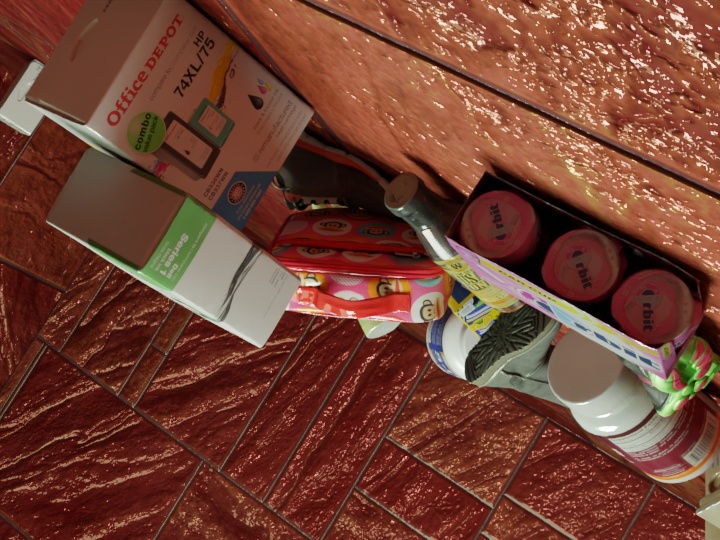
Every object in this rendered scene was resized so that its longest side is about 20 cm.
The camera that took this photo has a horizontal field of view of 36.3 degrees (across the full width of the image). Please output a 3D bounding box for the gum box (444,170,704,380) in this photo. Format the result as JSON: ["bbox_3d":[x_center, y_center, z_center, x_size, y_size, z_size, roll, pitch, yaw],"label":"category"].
[{"bbox_3d":[0.177,0.007,0.873,0.199,0.066,0.113,30,176,24],"label":"gum box"}]

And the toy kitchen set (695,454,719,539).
[{"bbox_3d":[0.467,0.234,1.268,0.162,0.181,0.200,30,136,-14],"label":"toy kitchen set"}]

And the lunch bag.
[{"bbox_3d":[0.000,0.000,1.159,0.198,0.083,0.176,4,-156,10],"label":"lunch bag"}]

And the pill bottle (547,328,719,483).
[{"bbox_3d":[0.294,0.140,1.172,0.200,0.115,0.114,36,174,-35],"label":"pill bottle"}]

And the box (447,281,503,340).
[{"bbox_3d":[0.145,0.037,1.309,0.070,0.064,0.200,51,-176,30],"label":"box"}]

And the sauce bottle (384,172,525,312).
[{"bbox_3d":[0.097,-0.027,1.070,0.199,0.066,0.066,34,175,-38],"label":"sauce bottle"}]

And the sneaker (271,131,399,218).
[{"bbox_3d":[-0.041,-0.092,1.198,0.199,0.082,0.077,29,174,19],"label":"sneaker"}]

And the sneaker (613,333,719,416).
[{"bbox_3d":[0.276,0.075,0.997,0.084,0.077,0.200,49,179,25],"label":"sneaker"}]

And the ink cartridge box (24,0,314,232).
[{"bbox_3d":[-0.182,-0.159,1.049,0.200,0.147,0.146,36,174,-41],"label":"ink cartridge box"}]

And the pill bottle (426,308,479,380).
[{"bbox_3d":[0.168,0.099,1.560,0.119,0.120,0.200,33,175,-5],"label":"pill bottle"}]

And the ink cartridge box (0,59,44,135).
[{"bbox_3d":[-0.728,-0.378,2.404,0.084,0.146,0.200,34,176,-22],"label":"ink cartridge box"}]

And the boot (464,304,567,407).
[{"bbox_3d":[0.245,0.104,1.298,0.199,0.073,0.182,19,142,-22],"label":"boot"}]

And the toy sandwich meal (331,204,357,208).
[{"bbox_3d":[0.038,-0.035,1.343,0.206,0.070,0.205,55,-179,-2],"label":"toy sandwich meal"}]

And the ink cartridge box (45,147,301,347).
[{"bbox_3d":[-0.170,-0.018,1.033,0.145,0.085,0.200,25,170,36],"label":"ink cartridge box"}]

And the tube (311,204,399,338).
[{"bbox_3d":[-0.014,-0.013,1.371,0.052,0.058,0.201,-13,-115,-38],"label":"tube"}]
